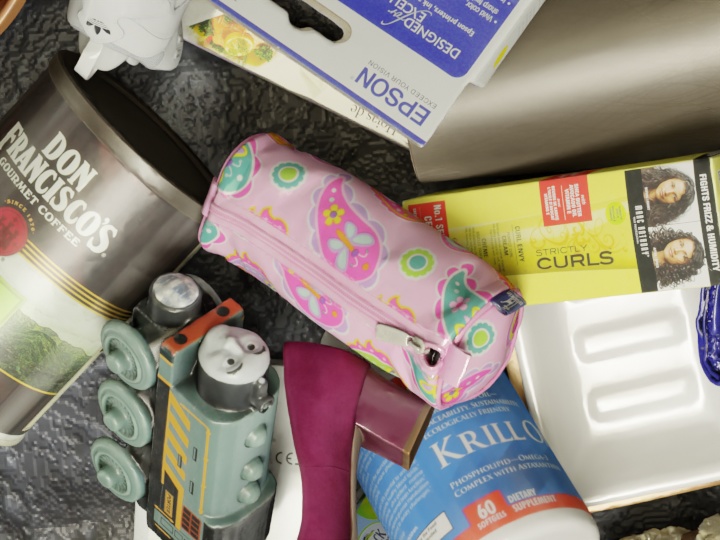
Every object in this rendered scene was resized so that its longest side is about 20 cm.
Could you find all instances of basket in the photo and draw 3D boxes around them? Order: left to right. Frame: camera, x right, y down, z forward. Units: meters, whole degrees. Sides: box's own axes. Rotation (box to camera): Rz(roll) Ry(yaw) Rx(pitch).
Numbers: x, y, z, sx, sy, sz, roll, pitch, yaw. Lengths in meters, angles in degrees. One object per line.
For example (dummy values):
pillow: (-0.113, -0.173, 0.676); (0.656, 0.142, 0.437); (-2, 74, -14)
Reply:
basket: (0.123, -0.122, 1.200); (0.198, 0.180, 0.137); (-8, 72, 5)

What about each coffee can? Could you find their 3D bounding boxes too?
coffee can: (-0.197, -0.013, 1.266); (0.146, 0.146, 0.200); (44, 99, -1)

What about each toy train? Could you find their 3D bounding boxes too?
toy train: (-0.099, 0.092, 1.236); (0.114, 0.085, 0.201); (37, 140, 24)

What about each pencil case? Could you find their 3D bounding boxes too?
pencil case: (0.000, 0.000, 1.181); (0.199, 0.087, 0.088); (35, 99, 24)

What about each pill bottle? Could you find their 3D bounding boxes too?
pill bottle: (0.051, 0.108, 1.237); (0.112, 0.112, 0.201); (-37, 57, 8)

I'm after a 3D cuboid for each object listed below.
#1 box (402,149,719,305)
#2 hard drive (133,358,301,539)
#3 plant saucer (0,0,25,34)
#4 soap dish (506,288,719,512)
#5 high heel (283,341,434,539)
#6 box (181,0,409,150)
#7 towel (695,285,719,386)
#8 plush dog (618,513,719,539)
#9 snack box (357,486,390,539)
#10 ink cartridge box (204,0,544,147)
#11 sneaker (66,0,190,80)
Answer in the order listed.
box: (0.124, -0.021, 1.179); (0.199, 0.050, 0.076); (-6, 95, 33)
hard drive: (-0.081, 0.157, 1.337); (0.131, 0.026, 0.202); (4, 97, 4)
plant saucer: (-0.286, -0.224, 1.292); (0.199, 0.032, 0.202); (1, 94, 17)
soap dish: (0.167, 0.040, 1.275); (0.156, 0.081, 0.202); (-13, 95, 6)
high heel: (-0.040, 0.135, 1.147); (0.096, 0.068, 0.201); (23, 60, 11)
box: (-0.038, -0.131, 1.292); (0.199, 0.041, 0.039); (26, 96, 0)
towel: (0.283, -0.006, 1.226); (0.199, 0.049, 0.149); (1, 107, -37)
plush dog: (0.213, 0.196, 1.235); (0.170, 0.200, 0.162); (-9, 97, 13)
snack box: (0.039, 0.224, 1.245); (0.168, 0.200, 0.068); (39, 120, 0)
ink cartridge box: (0.015, -0.194, 1.140); (0.197, 0.047, 0.201); (35, 84, 12)
sneaker: (-0.118, -0.195, 1.240); (0.075, 0.200, 0.115); (27, 128, 8)
